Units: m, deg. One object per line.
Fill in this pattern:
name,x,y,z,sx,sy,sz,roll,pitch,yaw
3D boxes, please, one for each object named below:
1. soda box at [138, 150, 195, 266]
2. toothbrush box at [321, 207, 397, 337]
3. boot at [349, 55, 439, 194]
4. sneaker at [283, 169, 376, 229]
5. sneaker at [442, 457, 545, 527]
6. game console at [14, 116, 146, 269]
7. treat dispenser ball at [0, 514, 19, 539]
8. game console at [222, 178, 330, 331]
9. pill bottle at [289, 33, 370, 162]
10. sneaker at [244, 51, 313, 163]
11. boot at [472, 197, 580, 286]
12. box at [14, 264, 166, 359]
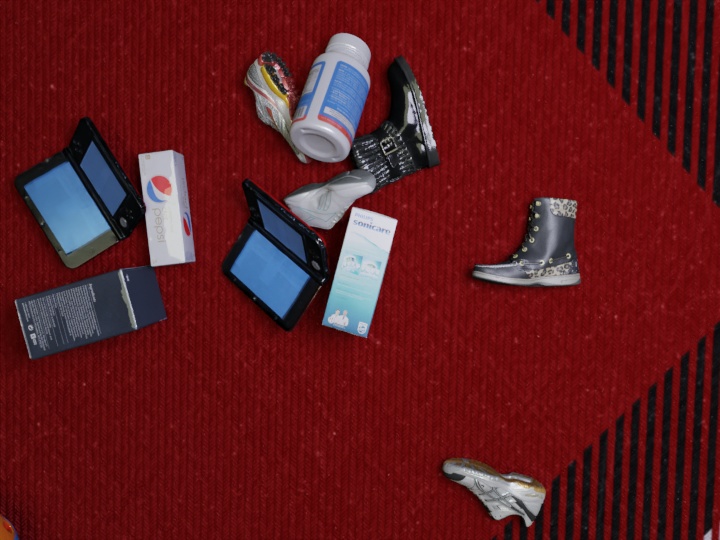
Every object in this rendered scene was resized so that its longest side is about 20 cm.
soda box,-0.356,-0.113,1.117,0.066,0.064,0.206,-6,92,2
toothbrush box,0.000,0.000,1.068,0.083,0.146,0.206,14,92,1
boot,0.043,-0.260,1.088,0.154,0.079,0.217,-17,92,3
sneaker,-0.046,-0.123,1.078,0.197,0.070,0.082,-11,110,39
sneaker,0.239,0.410,1.110,0.195,0.076,0.090,18,93,2
game console,-0.505,-0.138,1.090,0.171,0.118,0.203,-32,92,45
treat dispenser ball,-0.722,0.533,1.089,0.194,0.201,0.208,0,92,2
game console,-0.159,-0.026,1.054,0.199,0.174,0.119,38,67,21
pill bottle,-0.045,-0.303,1.054,0.109,0.113,0.205,17,71,1
sneaker,-0.140,-0.288,1.105,0.081,0.078,0.203,-21,102,38
boot,0.299,-0.051,1.091,0.197,0.073,0.159,2,90,-4
box,-0.475,0.070,1.087,0.195,0.148,0.110,-16,92,3
